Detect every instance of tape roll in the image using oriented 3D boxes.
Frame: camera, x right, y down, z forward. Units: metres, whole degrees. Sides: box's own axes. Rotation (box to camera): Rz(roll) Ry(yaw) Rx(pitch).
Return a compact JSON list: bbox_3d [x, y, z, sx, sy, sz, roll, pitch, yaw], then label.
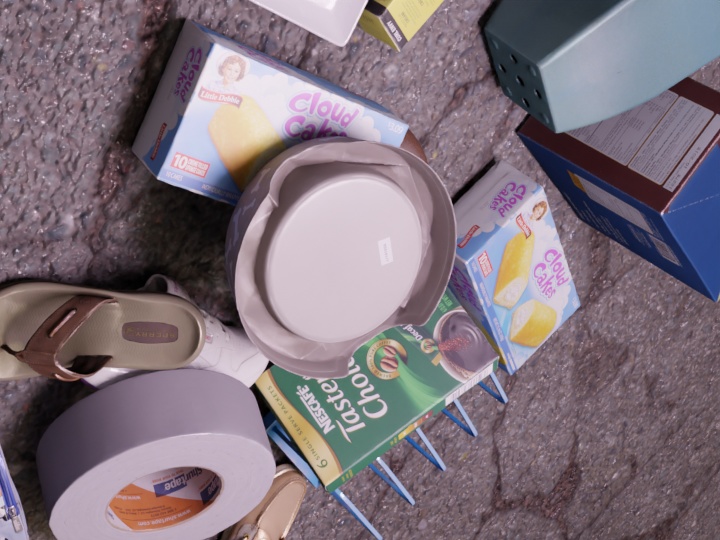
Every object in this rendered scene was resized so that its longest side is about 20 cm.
[{"bbox_3d":[-0.175,0.170,1.170,0.197,0.067,0.202,-15,145,-11],"label":"tape roll"}]

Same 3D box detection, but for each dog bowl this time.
[{"bbox_3d":[-0.020,-0.016,1.102,0.197,0.059,0.203,-12,118,-25],"label":"dog bowl"}]

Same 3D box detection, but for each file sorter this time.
[{"bbox_3d":[0.030,0.140,1.329,0.200,0.122,0.139,-46,144,-10],"label":"file sorter"}]

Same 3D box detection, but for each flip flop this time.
[{"bbox_3d":[-0.219,0.055,1.069,0.197,0.058,0.082,2,109,-11],"label":"flip flop"}]

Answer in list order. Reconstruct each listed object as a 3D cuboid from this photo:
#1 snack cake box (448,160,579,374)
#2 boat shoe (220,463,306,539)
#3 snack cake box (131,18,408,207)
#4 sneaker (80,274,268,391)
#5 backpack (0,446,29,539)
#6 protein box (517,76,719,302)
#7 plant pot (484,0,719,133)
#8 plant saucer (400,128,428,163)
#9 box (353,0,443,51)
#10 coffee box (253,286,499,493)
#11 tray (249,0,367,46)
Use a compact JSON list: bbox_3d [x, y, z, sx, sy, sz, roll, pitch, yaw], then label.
[{"bbox_3d":[0.152,0.000,1.421,0.115,0.067,0.201,-42,139,-13],"label":"snack cake box"},{"bbox_3d":[-0.108,0.293,1.378,0.073,0.069,0.201,31,91,-49],"label":"boat shoe"},{"bbox_3d":[-0.071,-0.109,1.108,0.198,0.067,0.116,18,105,-36],"label":"snack cake box"},{"bbox_3d":[-0.149,0.056,1.170,0.198,0.075,0.101,2,116,-45],"label":"sneaker"},{"bbox_3d":[-0.333,0.147,0.976,0.153,0.199,0.193,-34,130,-29],"label":"backpack"},{"bbox_3d":[0.303,-0.106,1.403,0.135,0.199,0.198,-51,140,-3],"label":"protein box"},{"bbox_3d":[0.225,-0.237,1.294,0.199,0.141,0.142,-36,137,-10],"label":"plant pot"},{"bbox_3d":[-0.010,-0.046,1.244,0.198,0.034,0.203,-15,120,-27],"label":"plant saucer"},{"bbox_3d":[0.065,-0.285,1.147,0.201,0.075,0.050,-51,142,-6],"label":"box"},{"bbox_3d":[0.015,0.094,1.240,0.199,0.124,0.044,-34,165,-7],"label":"coffee box"},{"bbox_3d":[-0.066,-0.260,1.050,0.198,0.022,0.108,21,102,-38],"label":"tray"}]
